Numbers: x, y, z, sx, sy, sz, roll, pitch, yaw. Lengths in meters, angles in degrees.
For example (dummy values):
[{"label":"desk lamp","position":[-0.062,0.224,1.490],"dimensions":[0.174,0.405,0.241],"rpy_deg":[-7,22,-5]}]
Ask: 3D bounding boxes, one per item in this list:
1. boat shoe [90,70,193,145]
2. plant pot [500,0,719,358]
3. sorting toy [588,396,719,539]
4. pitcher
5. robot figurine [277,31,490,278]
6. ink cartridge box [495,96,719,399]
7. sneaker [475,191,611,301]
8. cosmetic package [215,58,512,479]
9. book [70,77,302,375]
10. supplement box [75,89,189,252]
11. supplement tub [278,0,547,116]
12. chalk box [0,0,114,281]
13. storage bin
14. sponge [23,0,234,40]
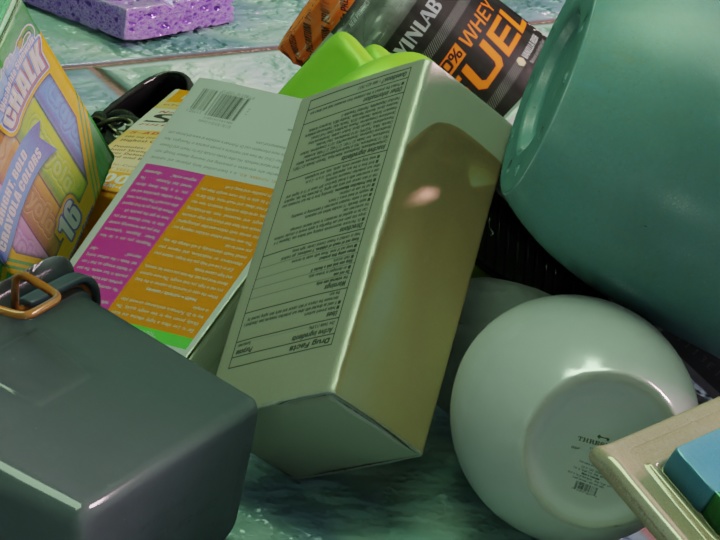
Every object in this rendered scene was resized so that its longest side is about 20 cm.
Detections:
[{"label":"boat shoe","position":[-0.159,-0.079,1.883],"dimensions":[0.068,0.057,0.200],"rpy_deg":[10,22,17]},{"label":"plant pot","position":[0.166,-0.067,1.462],"dimensions":[0.161,0.201,0.201],"rpy_deg":[21,21,-6]},{"label":"sorting toy","position":[0.227,0.122,1.346],"dimensions":[0.200,0.037,0.185],"rpy_deg":[-16,56,-42]},{"label":"pitcher","position":[0.125,0.073,1.475],"dimensions":[0.171,0.122,0.200],"rpy_deg":[13,8,-10]},{"label":"robot figurine","position":[0.034,-0.045,1.685],"dimensions":[0.200,0.116,0.175],"rpy_deg":[51,15,22]},{"label":"ink cartridge box","position":[0.182,-0.049,1.598],"dimensions":[0.200,0.044,0.174],"rpy_deg":[43,56,0]},{"label":"sneaker","position":[0.128,0.014,1.617],"dimensions":[0.199,0.089,0.074],"rpy_deg":[22,59,-17]},{"label":"cosmetic package","position":[0.000,0.000,1.494],"dimensions":[0.071,0.201,0.105],"rpy_deg":[35,-31,-33]},{"label":"book","position":[-0.090,-0.015,1.598],"dimensions":[0.133,0.048,0.200],"rpy_deg":[15,62,38]},{"label":"supplement box","position":[-0.091,-0.044,1.779],"dimensions":[0.126,0.074,0.200],"rpy_deg":[9,22,13]},{"label":"supplement tub","position":[0.055,-0.116,1.806],"dimensions":[0.200,0.123,0.123],"rpy_deg":[36,21,-7]},{"label":"chalk box","position":[-0.242,-0.078,1.611],"dimensions":[0.124,0.200,0.124],"rpy_deg":[6,59,25]},{"label":"storage bin","position":[-0.145,0.086,1.378],"dimensions":[0.134,0.146,0.200],"rpy_deg":[24,28,21]},{"label":"sponge","position":[-0.202,-0.224,2.283],"dimensions":[0.111,0.030,0.200],"rpy_deg":[-16,28,-39]}]
